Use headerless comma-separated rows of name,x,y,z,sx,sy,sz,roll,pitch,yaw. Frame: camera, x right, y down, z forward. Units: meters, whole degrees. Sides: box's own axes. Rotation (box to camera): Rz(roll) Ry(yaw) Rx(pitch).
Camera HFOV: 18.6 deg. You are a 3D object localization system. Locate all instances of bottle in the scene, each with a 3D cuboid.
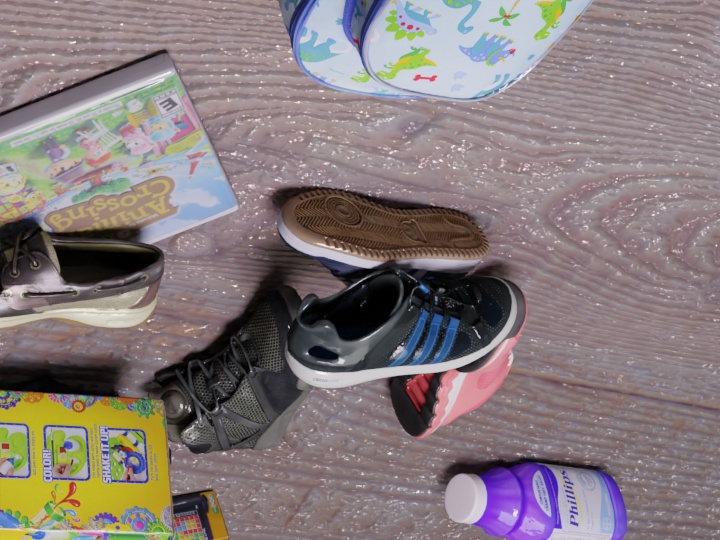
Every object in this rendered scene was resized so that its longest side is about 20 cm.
bottle,0.171,0.230,2.147,0.199,0.084,0.065,11,144,-38

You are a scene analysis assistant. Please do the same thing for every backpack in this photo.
backpack,0.044,-0.196,1.425,0.182,0.147,0.200,9,139,-34

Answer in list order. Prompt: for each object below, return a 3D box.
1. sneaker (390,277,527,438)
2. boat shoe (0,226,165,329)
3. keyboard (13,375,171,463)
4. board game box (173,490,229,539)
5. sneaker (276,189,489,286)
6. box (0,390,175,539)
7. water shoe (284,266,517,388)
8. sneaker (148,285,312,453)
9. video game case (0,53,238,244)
sneaker,0.100,0.067,1.910,0.087,0.074,0.200,-12,152,-37
boat shoe,-0.236,-0.001,1.588,0.199,0.073,0.065,0,131,-32
keyboard,-0.228,0.146,1.854,0.104,0.040,0.200,-31,146,16
board game box,-0.218,0.292,2.051,0.165,0.057,0.200,-10,145,-18
sneaker,0.000,0.000,1.744,0.199,0.070,0.109,6,136,-39
box,-0.272,0.195,1.774,0.192,0.122,0.200,5,150,-21
water shoe,0.039,0.036,1.692,0.199,0.072,0.079,-17,144,-24
sneaker,-0.105,0.090,1.808,0.114,0.076,0.200,-10,151,-27
video game case,-0.203,-0.063,1.589,0.199,0.022,0.182,-21,147,0
